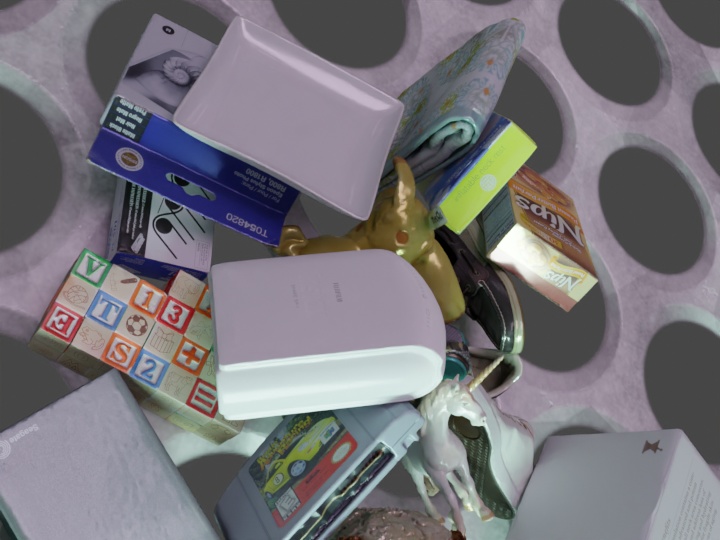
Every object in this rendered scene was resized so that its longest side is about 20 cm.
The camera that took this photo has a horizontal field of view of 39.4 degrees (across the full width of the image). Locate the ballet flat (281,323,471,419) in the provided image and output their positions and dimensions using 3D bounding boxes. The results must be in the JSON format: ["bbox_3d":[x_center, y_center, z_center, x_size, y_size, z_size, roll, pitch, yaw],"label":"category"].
[{"bbox_3d":[0.014,0.099,0.970,0.072,0.199,0.072,51,26,-38],"label":"ballet flat"}]

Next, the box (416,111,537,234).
[{"bbox_3d":[0.118,-0.111,1.071,0.048,0.200,0.122,39,99,-11],"label":"box"}]

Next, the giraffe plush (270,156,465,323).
[{"bbox_3d":[0.000,0.000,1.012,0.161,0.200,0.173,-24,71,-7],"label":"giraffe plush"}]

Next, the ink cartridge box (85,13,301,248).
[{"bbox_3d":[-0.141,-0.140,0.973,0.199,0.041,0.201,25,44,-17],"label":"ink cartridge box"}]

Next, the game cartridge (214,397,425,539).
[{"bbox_3d":[-0.042,0.171,0.873,0.200,0.133,0.041,-47,114,-3],"label":"game cartridge"}]

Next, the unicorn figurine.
[{"bbox_3d":[0.078,0.173,0.942,0.074,0.200,0.138,-23,88,-32],"label":"unicorn figurine"}]

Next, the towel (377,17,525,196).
[{"bbox_3d":[0.085,-0.174,1.097,0.048,0.200,0.172,37,54,-19],"label":"towel"}]

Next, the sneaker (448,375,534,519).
[{"bbox_3d":[0.129,0.160,1.025,0.085,0.072,0.201,-52,135,-32],"label":"sneaker"}]

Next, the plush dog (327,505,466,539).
[{"bbox_3d":[0.016,0.257,0.891,0.199,0.172,0.162,0,70,-29],"label":"plush dog"}]

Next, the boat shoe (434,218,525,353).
[{"bbox_3d":[0.119,0.015,1.094,0.065,0.072,0.202,-7,44,-13],"label":"boat shoe"}]

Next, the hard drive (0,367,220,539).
[{"bbox_3d":[-0.210,0.199,0.824,0.139,0.033,0.201,-30,86,-36],"label":"hard drive"}]

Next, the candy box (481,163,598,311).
[{"bbox_3d":[0.196,-0.050,1.141,0.115,0.055,0.200,32,26,-14],"label":"candy box"}]

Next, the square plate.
[{"bbox_3d":[-0.064,-0.147,0.974,0.197,0.028,0.201,27,43,-9],"label":"square plate"}]

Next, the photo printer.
[{"bbox_3d":[-0.028,0.049,0.866,0.198,0.070,0.167,-5,33,-8],"label":"photo printer"}]

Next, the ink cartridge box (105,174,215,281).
[{"bbox_3d":[-0.190,-0.090,0.994,0.093,0.044,0.201,15,62,-25],"label":"ink cartridge box"}]

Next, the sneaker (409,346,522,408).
[{"bbox_3d":[0.080,0.109,1.041,0.199,0.090,0.068,-1,71,-31],"label":"sneaker"}]

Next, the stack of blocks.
[{"bbox_3d":[-0.185,0.061,0.926,0.199,0.059,0.116,30,58,-16],"label":"stack of blocks"}]

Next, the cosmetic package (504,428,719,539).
[{"bbox_3d":[0.276,0.287,1.007,0.200,0.166,0.168,49,53,-23],"label":"cosmetic package"}]

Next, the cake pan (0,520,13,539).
[{"bbox_3d":[-0.226,0.258,0.834,0.199,0.037,0.202,12,64,-26],"label":"cake pan"}]
